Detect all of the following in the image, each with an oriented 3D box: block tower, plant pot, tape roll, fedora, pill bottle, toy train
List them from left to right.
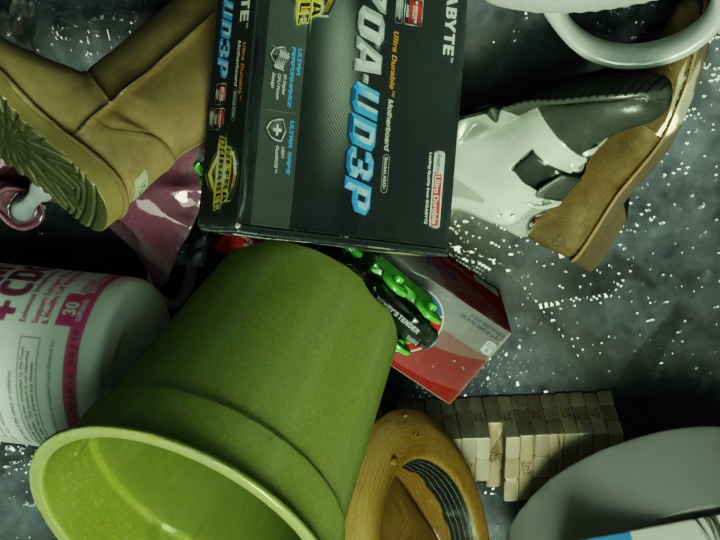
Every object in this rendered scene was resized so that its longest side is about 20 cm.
[{"bbox_3d":[-0.229,0.052,1.657,0.199,0.113,0.114,5,122,22],"label":"pill bottle"},{"bbox_3d":[-0.068,0.088,1.566,0.199,0.190,0.200,18,145,13],"label":"plant pot"},{"bbox_3d":[-0.026,-0.019,1.625,0.200,0.056,0.042,40,103,-22],"label":"toy train"},{"bbox_3d":[0.014,0.186,1.695,0.081,0.201,0.201,-8,122,28],"label":"fedora"},{"bbox_3d":[0.085,0.122,1.784,0.199,0.054,0.058,-1,120,-4],"label":"block tower"},{"bbox_3d":[0.202,0.189,1.778,0.199,0.066,0.201,-12,145,-9],"label":"tape roll"}]

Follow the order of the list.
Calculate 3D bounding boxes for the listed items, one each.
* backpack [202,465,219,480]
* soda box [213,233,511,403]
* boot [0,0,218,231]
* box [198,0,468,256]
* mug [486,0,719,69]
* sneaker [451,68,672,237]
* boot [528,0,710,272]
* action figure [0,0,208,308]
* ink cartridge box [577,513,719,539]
[{"bbox_3d":[-0.115,0.174,1.733,0.162,0.168,0.201,-10,119,-1],"label":"backpack"},{"bbox_3d":[0.000,0.000,1.705,0.200,0.063,0.070,34,110,-20],"label":"soda box"},{"bbox_3d":[-0.141,-0.131,1.576,0.175,0.200,0.066,43,147,8],"label":"boot"},{"bbox_3d":[-0.013,-0.114,1.565,0.158,0.046,0.201,7,87,-36],"label":"box"},{"bbox_3d":[0.153,-0.207,1.557,0.175,0.148,0.201,-16,124,13],"label":"mug"},{"bbox_3d":[0.113,-0.070,1.636,0.199,0.074,0.089,-13,100,33],"label":"sneaker"},{"bbox_3d":[0.160,-0.095,1.665,0.075,0.074,0.201,27,116,-4],"label":"boot"},{"bbox_3d":[-0.187,-0.073,1.649,0.199,0.135,0.149,10,151,-4],"label":"action figure"},{"bbox_3d":[0.226,0.230,1.712,0.199,0.085,0.146,-8,145,-13],"label":"ink cartridge box"}]
